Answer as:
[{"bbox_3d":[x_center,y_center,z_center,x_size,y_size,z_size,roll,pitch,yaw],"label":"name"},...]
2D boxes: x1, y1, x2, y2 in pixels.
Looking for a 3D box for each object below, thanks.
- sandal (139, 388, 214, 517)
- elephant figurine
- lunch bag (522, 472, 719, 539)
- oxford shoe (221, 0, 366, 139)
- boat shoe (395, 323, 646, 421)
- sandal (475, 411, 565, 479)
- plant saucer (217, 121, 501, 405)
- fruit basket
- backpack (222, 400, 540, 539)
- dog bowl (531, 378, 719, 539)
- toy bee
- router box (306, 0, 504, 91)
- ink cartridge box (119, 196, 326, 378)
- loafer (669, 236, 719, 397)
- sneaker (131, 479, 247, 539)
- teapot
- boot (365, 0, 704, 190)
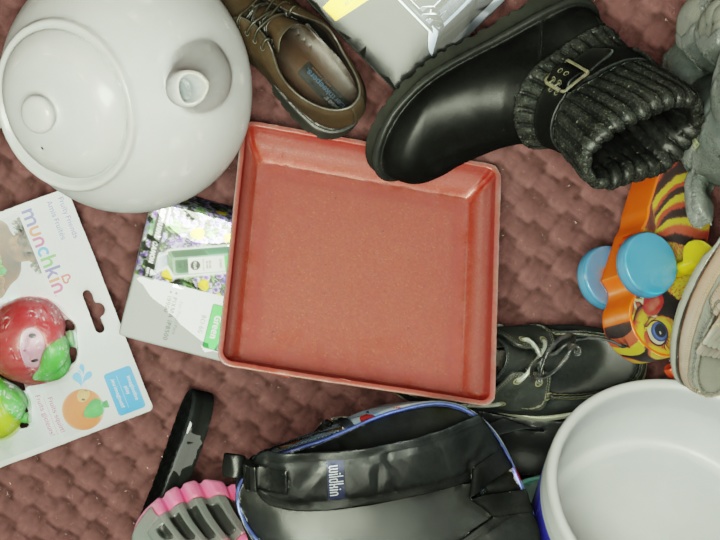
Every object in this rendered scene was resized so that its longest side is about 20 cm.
[{"bbox_3d":[-0.140,0.191,1.466,0.048,0.075,0.201,18,102,-13],"label":"sandal"},{"bbox_3d":[0.327,-0.129,1.366,0.199,0.142,0.155,2,135,-19],"label":"elephant figurine"},{"bbox_3d":[0.202,0.221,1.408,0.199,0.161,0.077,-7,141,-16],"label":"lunch bag"},{"bbox_3d":[-0.069,-0.182,1.366,0.200,0.084,0.073,40,80,-3],"label":"oxford shoe"},{"bbox_3d":[0.118,0.075,1.434,0.199,0.068,0.072,0,81,-1],"label":"boat shoe"},{"bbox_3d":[0.107,0.142,1.466,0.199,0.043,0.076,-5,103,2],"label":"sandal"},{"bbox_3d":[0.000,0.000,1.381,0.199,0.037,0.201,9,61,-10],"label":"plant saucer"},{"bbox_3d":[-0.280,0.059,1.427,0.199,0.094,0.186,-19,102,1],"label":"fruit basket"},{"bbox_3d":[0.023,0.182,1.334,0.190,0.154,0.201,-22,94,-2],"label":"backpack"},{"bbox_3d":[0.220,0.179,1.345,0.199,0.201,0.079,11,140,-2],"label":"dog bowl"},{"bbox_3d":[0.208,0.024,1.398,0.109,0.131,0.200,39,85,-17],"label":"toy bee"},{"bbox_3d":[0.047,-0.249,1.373,0.200,0.052,0.157,-43,98,9],"label":"router box"},{"bbox_3d":[-0.071,0.018,1.436,0.199,0.050,0.109,15,102,-2],"label":"ink cartridge box"},{"bbox_3d":[0.273,0.007,1.314,0.072,0.063,0.201,2,118,-33],"label":"loafer"},{"bbox_3d":[-0.077,0.201,1.441,0.199,0.079,0.096,-10,143,-22],"label":"sneaker"},{"bbox_3d":[-0.185,-0.122,1.328,0.197,0.146,0.200,41,125,15],"label":"teapot"},{"bbox_3d":[0.119,-0.099,1.340,0.211,0.158,0.079,-37,142,1],"label":"boot"}]
